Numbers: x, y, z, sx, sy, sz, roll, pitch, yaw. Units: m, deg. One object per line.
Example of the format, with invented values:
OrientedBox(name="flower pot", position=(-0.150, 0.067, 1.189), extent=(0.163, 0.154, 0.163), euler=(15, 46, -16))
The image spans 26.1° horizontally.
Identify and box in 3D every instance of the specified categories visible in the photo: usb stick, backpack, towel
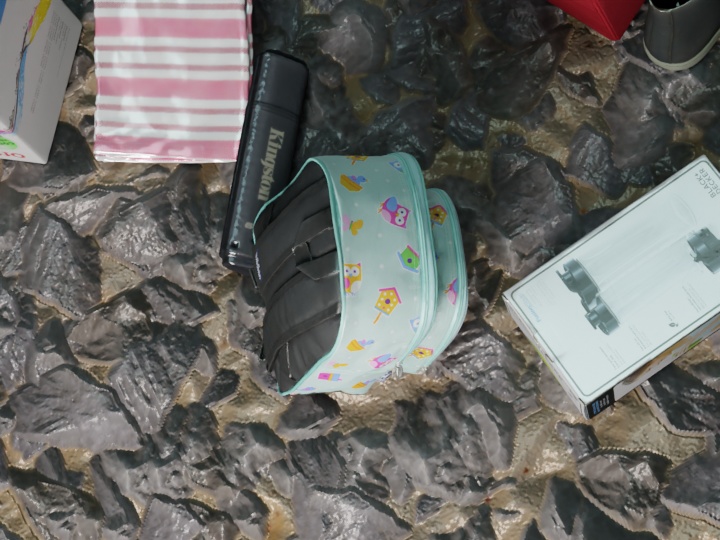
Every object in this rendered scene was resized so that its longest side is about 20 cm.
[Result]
OrientedBox(name="usb stick", position=(-0.082, -0.094, 1.340), extent=(0.033, 0.055, 0.200), euler=(-8, 67, 49))
OrientedBox(name="backpack", position=(0.000, 0.000, 1.216), extent=(0.153, 0.200, 0.176), euler=(-2, 71, -12))
OrientedBox(name="towel", position=(-0.167, -0.195, 1.365), extent=(0.146, 0.030, 0.200), euler=(1, 95, 11))

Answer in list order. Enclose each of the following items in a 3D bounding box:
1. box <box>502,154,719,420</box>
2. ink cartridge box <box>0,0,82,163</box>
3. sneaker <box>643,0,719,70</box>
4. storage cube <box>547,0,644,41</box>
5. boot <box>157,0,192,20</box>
OrientedBox(name="box", position=(0.227, 0.014, 1.241), extent=(0.200, 0.060, 0.117), euler=(-35, 70, -2))
OrientedBox(name="ink cartridge box", position=(-0.356, -0.199, 1.345), extent=(0.147, 0.200, 0.146), euler=(7, 76, 13))
OrientedBox(name="sneaker", position=(0.304, -0.268, 1.289), extent=(0.075, 0.106, 0.200), euler=(28, 80, 18))
OrientedBox(name="storage cube", position=(0.171, -0.321, 1.275), extent=(0.171, 0.180, 0.200), euler=(33, 93, 22))
OrientedBox(name="boot", position=(-0.149, -0.318, 1.408), extent=(0.146, 0.070, 0.200), euler=(43, 96, 14))
